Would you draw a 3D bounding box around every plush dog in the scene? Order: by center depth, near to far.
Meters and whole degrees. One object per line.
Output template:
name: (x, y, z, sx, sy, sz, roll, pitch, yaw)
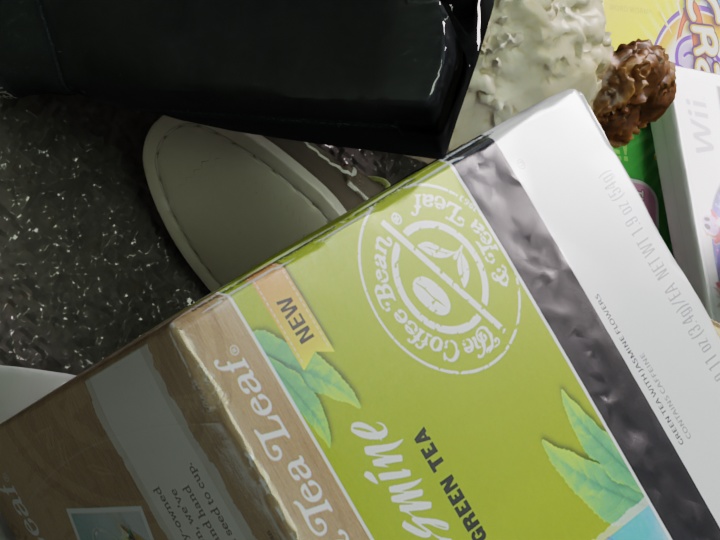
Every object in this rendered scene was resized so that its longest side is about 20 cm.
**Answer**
plush dog: (0.046, -0.122, 0.989, 0.199, 0.160, 0.173, 3, 87, -8)

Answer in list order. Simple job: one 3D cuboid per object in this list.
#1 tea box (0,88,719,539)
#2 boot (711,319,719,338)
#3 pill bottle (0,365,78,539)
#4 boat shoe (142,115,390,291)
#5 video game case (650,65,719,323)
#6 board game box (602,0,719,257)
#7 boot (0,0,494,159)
tea box: (0.022, 0.082, 0.829, 0.196, 0.133, 0.201, -32, 92, -40)
boot: (0.115, 0.115, 0.984, 0.200, 0.077, 0.156, 47, 63, -24)
pill bottle: (-0.120, 0.139, 0.866, 0.113, 0.114, 0.201, 18, 70, -31)
boat shoe: (0.000, 0.000, 1.011, 0.200, 0.072, 0.060, 43, 41, -14)
video game case: (0.212, -0.007, 1.123, 0.199, 0.018, 0.144, 7, 65, -34)
board game box: (0.128, -0.069, 1.130, 0.199, 0.040, 0.154, 2, 79, -35)
boot: (-0.047, -0.129, 0.926, 0.066, 0.199, 0.166, 32, 66, -64)
